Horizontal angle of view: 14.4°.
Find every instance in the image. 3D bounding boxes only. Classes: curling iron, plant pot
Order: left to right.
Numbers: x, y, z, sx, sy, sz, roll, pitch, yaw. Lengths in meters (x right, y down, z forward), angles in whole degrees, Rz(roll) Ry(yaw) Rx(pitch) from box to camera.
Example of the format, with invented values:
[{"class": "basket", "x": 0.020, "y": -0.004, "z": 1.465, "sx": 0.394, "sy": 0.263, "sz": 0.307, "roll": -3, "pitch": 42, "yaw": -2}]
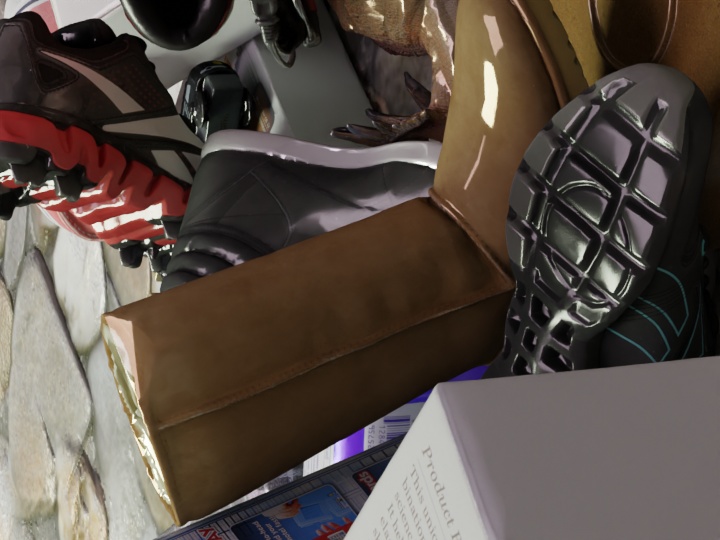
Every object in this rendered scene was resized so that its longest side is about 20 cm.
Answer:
[{"class": "curling iron", "x": -0.046, "y": -0.183, "z": 1.189, "sx": 0.050, "sy": 0.025, "sz": 0.201, "roll": 38, "pitch": -140, "yaw": -78}, {"class": "plant pot", "x": 0.112, "y": -0.106, "z": 1.086, "sx": 0.200, "sy": 0.027, "sz": 0.201, "roll": 176, "pitch": 90, "yaw": -65}]

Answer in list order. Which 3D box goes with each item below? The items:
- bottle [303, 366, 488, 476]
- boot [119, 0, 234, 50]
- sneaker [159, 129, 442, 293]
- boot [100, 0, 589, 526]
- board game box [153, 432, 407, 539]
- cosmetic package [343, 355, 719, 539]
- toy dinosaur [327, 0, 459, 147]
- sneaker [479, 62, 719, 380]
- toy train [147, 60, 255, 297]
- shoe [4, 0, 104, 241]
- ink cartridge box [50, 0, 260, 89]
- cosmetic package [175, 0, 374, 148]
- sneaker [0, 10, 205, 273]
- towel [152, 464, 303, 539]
[{"class": "bottle", "x": 0.015, "y": 0.122, "z": 1.259, "sx": 0.065, "sy": 0.083, "sz": 0.201, "roll": 21, "pitch": 113, "yaw": 53}, {"class": "boot", "x": -0.090, "y": -0.193, "z": 1.199, "sx": 0.144, "sy": 0.072, "sz": 0.201, "roll": -114, "pitch": 12, "yaw": -84}, {"class": "sneaker", "x": 0.000, "y": 0.000, "z": 1.197, "sx": 0.200, "sy": 0.071, "sz": 0.099, "roll": 7, "pitch": 64, "yaw": 36}, {"class": "boot", "x": -0.003, "y": -0.009, "z": 1.077, "sx": 0.066, "sy": 0.200, "sz": 0.176, "roll": -129, "pitch": 20, "yaw": -60}, {"class": "board game box", "x": -0.003, "y": 0.150, "z": 1.155, "sx": 0.062, "sy": 0.199, "sz": 0.200, "roll": 48, "pitch": 136, "yaw": 41}, {"class": "cosmetic package", "x": 0.090, "y": 0.152, "z": 0.998, "sx": 0.200, "sy": 0.166, "sz": 0.168, "roll": 119, "pitch": 140, "yaw": -51}, {"class": "toy dinosaur", "x": 0.015, "y": -0.122, "z": 1.237, "sx": 0.200, "sy": 0.086, "sz": 0.136, "roll": -115, "pitch": 19, "yaw": -53}, {"class": "sneaker", "x": 0.095, "y": 0.008, "z": 1.063, "sx": 0.075, "sy": 0.079, "sz": 0.200, "roll": 45, "pitch": 132, "yaw": 37}, {"class": "toy train", "x": -0.085, "y": -0.016, "z": 1.401, "sx": 0.046, "sy": 0.034, "sz": 0.200, "roll": -117, "pitch": 32, "yaw": -48}, {"class": "shoe", "x": -0.137, "y": -0.055, "z": 1.436, "sx": 0.200, "sy": 0.071, "sz": 0.091, "roll": 86, "pitch": 169, "yaw": -55}, {"class": "ink cartridge box", "x": -0.087, "y": -0.209, "z": 1.366, "sx": 0.144, "sy": 0.084, "sz": 0.200, "roll": -29, "pitch": 60, "yaw": 23}, {"class": "cosmetic package", "x": -0.037, "y": -0.032, "z": 1.395, "sx": 0.151, "sy": 0.052, "sz": 0.200, "roll": 109, "pitch": 148, "yaw": -44}, {"class": "sneaker", "x": -0.106, "y": -0.059, "z": 1.281, "sx": 0.071, "sy": 0.200, "sz": 0.098, "roll": -12, "pitch": 68, "yaw": 36}, {"class": "towel", "x": -0.048, "y": 0.191, "z": 1.402, "sx": 0.200, "sy": 0.085, "sz": 0.166, "roll": 139, "pitch": 124, "yaw": -60}]
